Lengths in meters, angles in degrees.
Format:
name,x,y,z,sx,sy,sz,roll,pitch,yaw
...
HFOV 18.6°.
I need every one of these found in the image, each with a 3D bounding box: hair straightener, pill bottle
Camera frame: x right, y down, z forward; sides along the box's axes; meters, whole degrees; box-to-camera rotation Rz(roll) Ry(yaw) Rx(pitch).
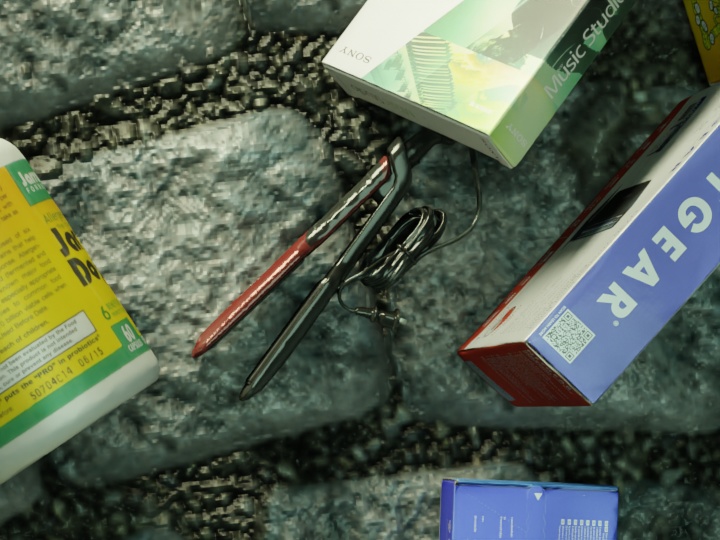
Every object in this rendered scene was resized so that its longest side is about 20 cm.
name,x,y,z,sx,sy,sz,roll,pitch,yaw
hair straightener,0.000,0.000,1.220,0.077,0.041,0.200,45,77,-3
pill bottle,-0.203,0.002,1.150,0.113,0.113,0.200,-34,90,-9

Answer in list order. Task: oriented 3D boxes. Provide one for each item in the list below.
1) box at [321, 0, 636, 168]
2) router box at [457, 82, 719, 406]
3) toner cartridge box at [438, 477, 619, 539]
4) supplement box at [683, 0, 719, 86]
name,x,y,z,sx,sy,sz,roll,pitch,yaw
box,0.086,-0.162,1.193,0.200,0.144,0.036,-55,134,-7
router box,0.149,-0.016,1.165,0.049,0.179,0.200,43,81,-3
toner cartridge box,0.089,0.216,1.209,0.095,0.043,0.201,4,86,-8
supplement box,0.234,-0.219,1.220,0.109,0.110,0.200,-16,88,-19
